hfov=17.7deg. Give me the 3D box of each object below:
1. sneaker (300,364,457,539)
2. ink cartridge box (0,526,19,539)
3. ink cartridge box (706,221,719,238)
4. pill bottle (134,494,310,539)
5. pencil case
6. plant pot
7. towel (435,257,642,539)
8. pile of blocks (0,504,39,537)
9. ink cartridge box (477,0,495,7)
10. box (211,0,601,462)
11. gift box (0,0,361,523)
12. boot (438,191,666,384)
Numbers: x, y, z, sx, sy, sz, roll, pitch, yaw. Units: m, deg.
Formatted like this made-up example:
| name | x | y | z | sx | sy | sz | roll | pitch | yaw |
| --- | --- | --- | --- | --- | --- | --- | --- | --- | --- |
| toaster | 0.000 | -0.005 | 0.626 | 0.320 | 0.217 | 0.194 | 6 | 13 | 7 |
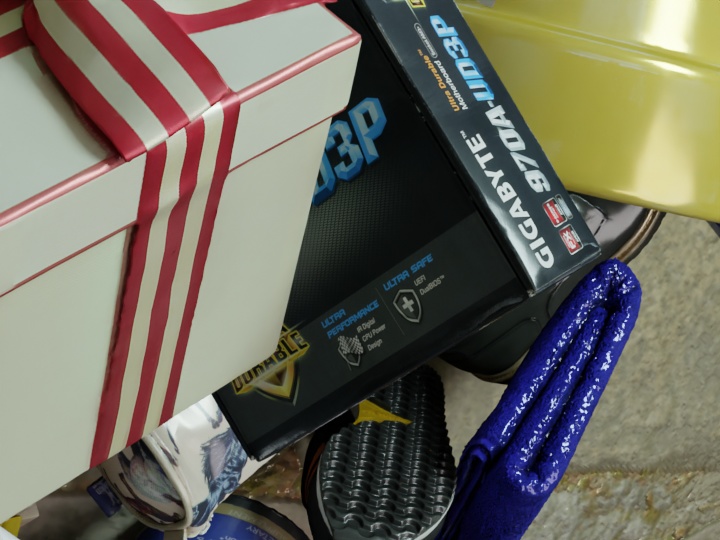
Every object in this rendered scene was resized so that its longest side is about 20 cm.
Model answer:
| name | x | y | z | sx | sy | sz | roll | pitch | yaw |
| --- | --- | --- | --- | --- | --- | --- | --- | --- | --- |
| sneaker | 0.003 | 0.117 | 1.183 | 0.200 | 0.069 | 0.091 | -82 | -169 | -65 |
| ink cartridge box | -0.183 | 0.197 | 0.912 | 0.201 | 0.050 | 0.161 | -62 | 156 | -13 |
| ink cartridge box | 0.227 | -0.119 | 1.245 | 0.047 | 0.200 | 0.199 | 8 | 118 | -21 |
| pill bottle | -0.090 | 0.199 | 1.092 | 0.200 | 0.111 | 0.113 | -57 | 166 | -61 |
| pencil case | -0.043 | 0.051 | 1.116 | 0.200 | 0.077 | 0.090 | -34 | 117 | -35 |
| plant pot | 0.105 | -0.134 | 1.066 | 0.200 | 0.200 | 0.190 | 7 | 97 | -58 |
| towel | 0.081 | 0.089 | 1.227 | 0.148 | 0.049 | 0.200 | -62 | 178 | -29 |
| pile of blocks | -0.170 | 0.175 | 1.047 | 0.062 | 0.082 | 0.201 | -8 | 125 | -53 |
| ink cartridge box | 0.000 | -0.208 | 0.804 | 0.057 | 0.199 | 0.163 | -29 | 141 | -41 |
| box | -0.017 | -0.030 | 0.911 | 0.046 | 0.160 | 0.200 | -28 | 177 | -41 |
| gift box | -0.116 | -0.057 | 0.812 | 0.200 | 0.184 | 0.187 | -37 | 155 | -37 |
| boot | 0.091 | -0.030 | 1.254 | 0.138 | 0.077 | 0.201 | 13 | 106 | -54 |
